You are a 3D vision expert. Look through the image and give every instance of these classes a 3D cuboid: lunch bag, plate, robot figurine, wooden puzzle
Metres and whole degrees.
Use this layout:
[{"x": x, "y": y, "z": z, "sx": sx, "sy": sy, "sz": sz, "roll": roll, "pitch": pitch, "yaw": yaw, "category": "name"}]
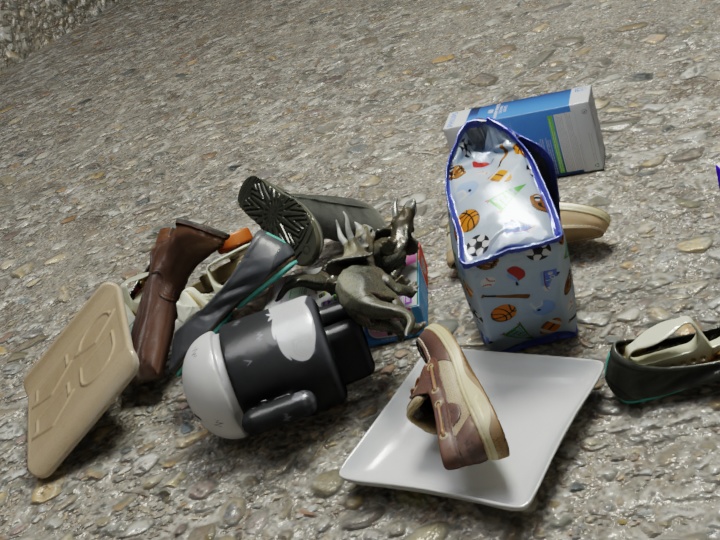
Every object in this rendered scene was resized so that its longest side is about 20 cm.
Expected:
[{"x": 0.154, "y": -0.042, "z": 1.080, "sx": 0.123, "sy": 0.170, "sz": 0.200, "roll": -15, "pitch": 47, "yaw": 4, "category": "lunch bag"}, {"x": 0.108, "y": 0.149, "z": 0.970, "sx": 0.200, "sy": 0.032, "sz": 0.200, "roll": 2, "pitch": 36, "yaw": 35, "category": "plate"}, {"x": -0.088, "y": 0.103, "z": 1.089, "sx": 0.199, "sy": 0.125, "sz": 0.150, "roll": -20, "pitch": -10, "yaw": 0, "category": "robot figurine"}, {"x": -0.327, "y": 0.129, "z": 1.221, "sx": 0.185, "sy": 0.046, "sz": 0.200, "roll": -49, "pitch": 32, "yaw": 7, "category": "wooden puzzle"}]

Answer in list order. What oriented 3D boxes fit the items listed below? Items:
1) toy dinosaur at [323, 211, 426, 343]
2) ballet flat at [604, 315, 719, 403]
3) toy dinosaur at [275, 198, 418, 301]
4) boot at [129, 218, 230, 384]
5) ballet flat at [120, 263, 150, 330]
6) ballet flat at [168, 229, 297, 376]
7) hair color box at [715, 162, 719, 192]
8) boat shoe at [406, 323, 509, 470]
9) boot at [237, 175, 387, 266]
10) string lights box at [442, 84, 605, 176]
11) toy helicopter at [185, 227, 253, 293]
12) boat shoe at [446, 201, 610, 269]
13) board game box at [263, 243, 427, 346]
[{"x": 0.009, "y": 0.029, "z": 1.048, "sx": 0.077, "sy": 0.102, "sz": 0.200, "roll": -56, "pitch": 17, "yaw": 22, "category": "toy dinosaur"}, {"x": 0.320, "y": 0.070, "z": 0.932, "sx": 0.199, "sy": 0.069, "sz": 0.068, "roll": -16, "pitch": 27, "yaw": 8, "category": "ballet flat"}, {"x": 0.000, "y": 0.000, "z": 1.183, "sx": 0.200, "sy": 0.077, "sz": 0.102, "roll": -33, "pitch": 12, "yaw": -2, "category": "toy dinosaur"}, {"x": -0.224, "y": 0.045, "z": 1.215, "sx": 0.186, "sy": 0.064, "sz": 0.201, "roll": -11, "pitch": 61, "yaw": 65, "category": "boot"}, {"x": -0.308, "y": 0.054, "z": 1.373, "sx": 0.069, "sy": 0.071, "sz": 0.200, "roll": -7, "pitch": 31, "yaw": 21, "category": "ballet flat"}, {"x": -0.159, "y": 0.030, "z": 1.152, "sx": 0.200, "sy": 0.073, "sz": 0.073, "roll": -44, "pitch": 26, "yaw": 9, "category": "ballet flat"}, {"x": 0.508, "y": -0.102, "z": 1.124, "sx": 0.199, "sy": 0.065, "sz": 0.109, "roll": -19, "pitch": 27, "yaw": 7, "category": "hair color box"}, {"x": 0.073, "y": 0.116, "z": 0.947, "sx": 0.072, "sy": 0.072, "sz": 0.200, "roll": -24, "pitch": 30, "yaw": 0, "category": "boat shoe"}, {"x": -0.040, "y": -0.053, "z": 1.313, "sx": 0.073, "sy": 0.200, "sz": 0.182, "roll": -53, "pitch": 48, "yaw": 17, "category": "boot"}, {"x": 0.224, "y": -0.178, "z": 1.403, "sx": 0.199, "sy": 0.103, "sz": 0.059, "roll": -8, "pitch": 31, "yaw": 22, "category": "string lights box"}, {"x": -0.169, "y": 0.003, "z": 1.333, "sx": 0.200, "sy": 0.079, "sz": 0.132, "roll": -25, "pitch": 1, "yaw": 36, "category": "toy helicopter"}, {"x": 0.197, "y": -0.035, "z": 1.218, "sx": 0.199, "sy": 0.071, "sz": 0.065, "roll": -7, "pitch": 66, "yaw": 28, "category": "boat shoe"}, {"x": -0.019, "y": 0.041, "z": 1.237, "sx": 0.199, "sy": 0.040, "sz": 0.153, "roll": -14, "pitch": 28, "yaw": 12, "category": "board game box"}]
